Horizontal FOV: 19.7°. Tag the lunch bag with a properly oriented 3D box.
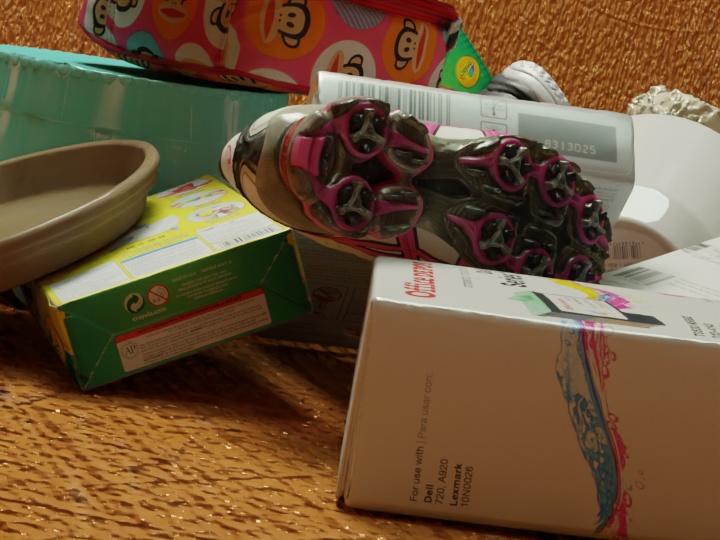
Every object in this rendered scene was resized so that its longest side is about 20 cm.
[{"bbox_3d":[-0.045,-0.141,1.187,0.176,0.082,0.200,7,9,-44],"label":"lunch bag"}]

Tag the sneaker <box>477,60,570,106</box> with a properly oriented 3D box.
[{"bbox_3d":[0.055,-0.057,1.316,0.114,0.076,0.200,-32,-10,-23],"label":"sneaker"}]

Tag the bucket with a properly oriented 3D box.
[{"bbox_3d":[-0.137,-0.052,1.207,0.206,0.135,0.207,10,7,-1],"label":"bucket"}]

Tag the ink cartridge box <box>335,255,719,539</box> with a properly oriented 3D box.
[{"bbox_3d":[0.095,0.053,0.837,0.199,0.084,0.145,7,7,0],"label":"ink cartridge box"}]

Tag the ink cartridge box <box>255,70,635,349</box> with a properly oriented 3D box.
[{"bbox_3d":[0.039,-0.020,1.067,0.162,0.050,0.200,7,-29,-9],"label":"ink cartridge box"}]

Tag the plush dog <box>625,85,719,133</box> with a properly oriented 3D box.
[{"bbox_3d":[0.210,-0.017,1.486,0.200,0.161,0.171,37,-26,-33],"label":"plush dog"}]

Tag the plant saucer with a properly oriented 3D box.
[{"bbox_3d":[-0.192,-0.019,1.030,0.199,0.030,0.200,-15,16,4],"label":"plant saucer"}]

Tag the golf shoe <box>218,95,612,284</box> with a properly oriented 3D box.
[{"bbox_3d":[0.030,-0.034,0.951,0.200,0.073,0.092,19,-8,-35],"label":"golf shoe"}]

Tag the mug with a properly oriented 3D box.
[{"bbox_3d":[0.151,0.008,1.216,0.149,0.187,0.153,41,20,3],"label":"mug"}]

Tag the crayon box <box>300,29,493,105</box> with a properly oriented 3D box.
[{"bbox_3d":[-0.019,-0.084,1.384,0.200,0.058,0.119,-34,-1,35],"label":"crayon box"}]

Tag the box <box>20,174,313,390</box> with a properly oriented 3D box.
[{"bbox_3d":[-0.106,-0.001,1.020,0.117,0.049,0.200,-18,17,-12],"label":"box"}]

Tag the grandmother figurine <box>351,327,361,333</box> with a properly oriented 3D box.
[{"bbox_3d":[0.000,0.000,1.271,0.121,0.061,0.200,-16,8,-6],"label":"grandmother figurine"}]

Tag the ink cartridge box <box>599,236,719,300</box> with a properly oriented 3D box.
[{"bbox_3d":[0.200,0.026,1.003,0.199,0.067,0.116,-16,16,-21],"label":"ink cartridge box"}]
